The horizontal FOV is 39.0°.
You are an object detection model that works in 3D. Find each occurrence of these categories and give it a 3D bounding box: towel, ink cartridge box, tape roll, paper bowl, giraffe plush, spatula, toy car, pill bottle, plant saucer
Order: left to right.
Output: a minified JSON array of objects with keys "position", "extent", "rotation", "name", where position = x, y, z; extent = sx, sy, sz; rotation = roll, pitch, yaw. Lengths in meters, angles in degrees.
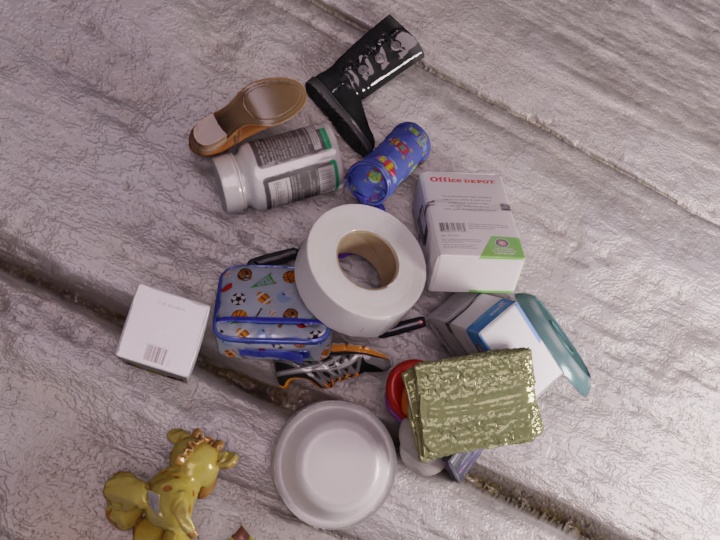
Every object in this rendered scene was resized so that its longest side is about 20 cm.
[{"position":[-0.279,0.325,1.552],"extent":[0.172,0.200,0.163],"rotation":[37,49,1],"name":"giraffe plush"},{"position":[-0.134,-0.163,1.652],"extent":[0.198,0.113,0.115],"rotation":[-16,85,-12],"name":"pill bottle"},{"position":[-0.090,-0.033,1.670],"extent":[0.197,0.021,0.057],"rotation":[-16,94,1],"name":"spatula"},{"position":[-0.041,0.307,1.609],"extent":[0.198,0.104,0.204],"rotation":[1,83,-10],"name":"paper bowl"},{"position":[0.000,0.000,1.585],"extent":[0.200,0.071,0.205],"rotation":[11,58,-18],"name":"tape roll"},{"position":[0.105,0.212,1.607],"extent":[0.149,0.201,0.176],"rotation":[33,72,17],"name":"toy car"},{"position":[0.122,0.081,1.708],"extent":[0.197,0.021,0.057],"rotation":[-14,88,-10],"name":"spatula"},{"position":[0.172,-0.064,1.656],"extent":[0.143,0.085,0.201],"rotation":[2,45,-9],"name":"ink cartridge box"},{"position":[0.165,0.192,1.487],"extent":[0.197,0.036,0.150],"rotation":[-10,95,-6],"name":"towel"},{"position":[0.209,0.117,1.612],"extent":[0.084,0.200,0.146],"rotation":[-39,106,-12],"name":"ink cartridge box"},{"position":[0.318,0.114,1.649],"extent":[0.027,0.200,0.201],"rotation":[-35,89,12],"name":"plant saucer"}]

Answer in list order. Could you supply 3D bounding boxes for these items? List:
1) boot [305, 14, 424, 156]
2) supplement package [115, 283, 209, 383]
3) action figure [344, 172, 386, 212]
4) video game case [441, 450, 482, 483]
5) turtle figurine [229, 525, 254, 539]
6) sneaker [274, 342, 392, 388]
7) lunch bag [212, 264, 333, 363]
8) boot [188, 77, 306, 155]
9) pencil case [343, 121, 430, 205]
[{"position":[0.030,-0.315,1.730],"extent":[0.200,0.066,0.165],"rotation":[-40,92,-17],"name":"boot"},{"position":[-0.297,0.100,1.544],"extent":[0.112,0.200,0.111],"rotation":[18,79,-6],"name":"supplement package"},{"position":[0.030,-0.078,1.694],"extent":[0.051,0.065,0.202],"rotation":[-22,85,-53],"name":"action figure"},{"position":[0.182,0.260,1.606],"extent":[0.019,0.200,0.143],"rotation":[33,78,19],"name":"video game case"},{"position":[-0.226,0.477,1.558],"extent":[0.161,0.064,0.202],"rotation":[-37,132,-28],"name":"turtle figurine"},{"position":[-0.046,0.155,1.646],"extent":[0.197,0.078,0.078],"rotation":[2,82,1],"name":"sneaker"},{"position":[-0.131,0.070,1.605],"extent":[0.197,0.076,0.162],"rotation":[1,50,2],"name":"lunch bag"},{"position":[-0.184,-0.238,1.633],"extent":[0.199,0.155,0.077],"rotation":[-33,94,-9],"name":"boot"},{"position":[0.046,-0.172,1.656],"extent":[0.078,0.087,0.200],"rotation":[37,37,4],"name":"pencil case"}]
